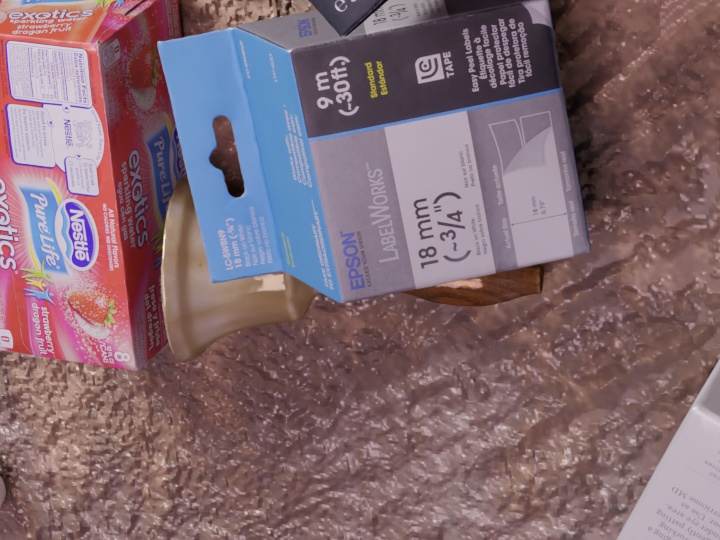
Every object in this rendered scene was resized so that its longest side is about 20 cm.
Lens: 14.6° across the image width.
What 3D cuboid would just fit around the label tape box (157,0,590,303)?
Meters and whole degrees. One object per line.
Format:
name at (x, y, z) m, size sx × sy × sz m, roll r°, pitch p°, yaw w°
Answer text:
label tape box at (0.008, -0.062, 1.449) m, size 0.200 × 0.063 × 0.144 m, roll -12°, pitch 113°, yaw 1°

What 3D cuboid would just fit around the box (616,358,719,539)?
box at (0.199, 0.130, 1.457) m, size 0.106 × 0.152 × 0.200 m, roll 29°, pitch 126°, yaw 8°

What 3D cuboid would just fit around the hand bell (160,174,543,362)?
hand bell at (0.000, 0.000, 1.538) m, size 0.200 × 0.104 × 0.104 m, roll 1°, pitch 117°, yaw 11°

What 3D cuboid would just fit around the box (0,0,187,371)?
box at (-0.154, -0.056, 1.559) m, size 0.100 × 0.095 × 0.200 m, roll 8°, pitch 119°, yaw 23°

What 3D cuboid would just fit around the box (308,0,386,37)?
box at (0.009, -0.256, 1.332) m, size 0.197 × 0.124 × 0.200 m, roll 48°, pitch 125°, yaw -2°

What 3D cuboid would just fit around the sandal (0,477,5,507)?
sandal at (-0.301, 0.081, 1.737) m, size 0.203 × 0.050 × 0.082 m, roll 41°, pitch 142°, yaw -16°
